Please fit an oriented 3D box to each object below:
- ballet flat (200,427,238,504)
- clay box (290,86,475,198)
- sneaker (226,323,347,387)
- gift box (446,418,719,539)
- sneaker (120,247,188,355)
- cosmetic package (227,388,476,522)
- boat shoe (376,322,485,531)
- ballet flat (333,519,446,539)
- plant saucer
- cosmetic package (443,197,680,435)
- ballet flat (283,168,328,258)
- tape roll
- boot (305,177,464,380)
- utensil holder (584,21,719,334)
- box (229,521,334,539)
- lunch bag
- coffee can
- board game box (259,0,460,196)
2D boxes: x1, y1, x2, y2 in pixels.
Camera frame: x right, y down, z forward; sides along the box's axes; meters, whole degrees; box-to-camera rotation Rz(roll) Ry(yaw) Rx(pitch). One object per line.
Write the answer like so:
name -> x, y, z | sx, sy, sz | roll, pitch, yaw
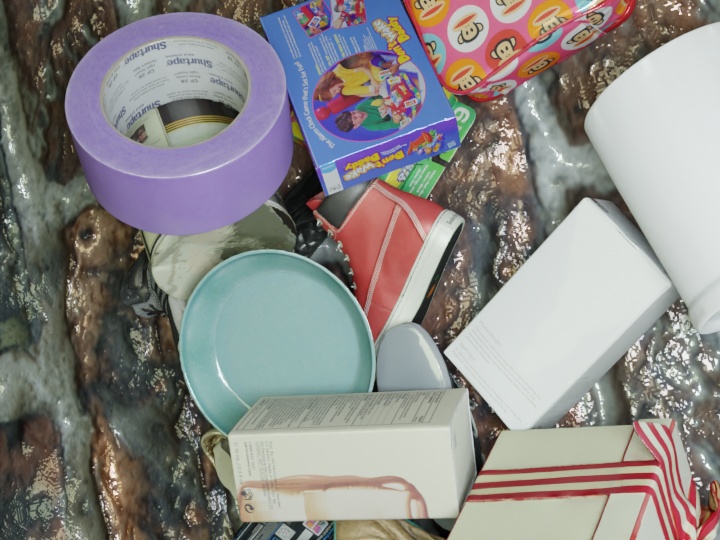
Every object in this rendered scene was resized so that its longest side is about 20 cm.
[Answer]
ballet flat -> -0.102, 0.240, 1.327 | 0.069, 0.069, 0.200 | -41, 70, 22
clay box -> 0.004, -0.156, 1.273 | 0.200, 0.048, 0.115 | 30, 87, 27
sneaker -> -0.089, 0.097, 1.288 | 0.200, 0.082, 0.077 | -23, 89, 45
gift box -> 0.191, 0.229, 1.062 | 0.186, 0.185, 0.201 | -6, 123, 30
sneaker -> -0.193, 0.035, 1.360 | 0.114, 0.075, 0.201 | -39, 44, 32
cosmetic package -> -0.005, 0.163, 1.146 | 0.199, 0.103, 0.088 | -4, 102, 16
boat shoe -> 0.077, 0.139, 1.214 | 0.073, 0.068, 0.200 | -21, 93, 32
ballet flat -> 0.063, 0.273, 1.187 | 0.199, 0.073, 0.068 | 24, 141, -5
plant saucer -> -0.075, 0.076, 1.225 | 0.199, 0.036, 0.201 | 3, 100, 18
cosmetic package -> 0.185, 0.043, 1.164 | 0.200, 0.081, 0.113 | -47, 69, 19
ballet flat -> -0.053, -0.045, 1.325 | 0.200, 0.057, 0.067 | -47, 50, 14
tape roll -> -0.163, -0.136, 1.185 | 0.199, 0.085, 0.201 | -1, 56, 1
boot -> 0.000, 0.000, 1.242 | 0.144, 0.072, 0.201 | 28, 120, 11
utensil holder -> 0.298, -0.077, 1.054 | 0.170, 0.170, 0.201 | -35, 72, 24
box -> -0.051, 0.296, 1.272 | 0.159, 0.046, 0.200 | 36, 108, -3
lunch bag -> 0.137, -0.270, 1.196 | 0.200, 0.082, 0.177 | -29, 75, 26
coffee can -> -0.163, -0.090, 1.293 | 0.146, 0.146, 0.200 | -40, 54, 22
board game box -> -0.003, -0.179, 1.216 | 0.134, 0.045, 0.201 | -20, 56, -1
